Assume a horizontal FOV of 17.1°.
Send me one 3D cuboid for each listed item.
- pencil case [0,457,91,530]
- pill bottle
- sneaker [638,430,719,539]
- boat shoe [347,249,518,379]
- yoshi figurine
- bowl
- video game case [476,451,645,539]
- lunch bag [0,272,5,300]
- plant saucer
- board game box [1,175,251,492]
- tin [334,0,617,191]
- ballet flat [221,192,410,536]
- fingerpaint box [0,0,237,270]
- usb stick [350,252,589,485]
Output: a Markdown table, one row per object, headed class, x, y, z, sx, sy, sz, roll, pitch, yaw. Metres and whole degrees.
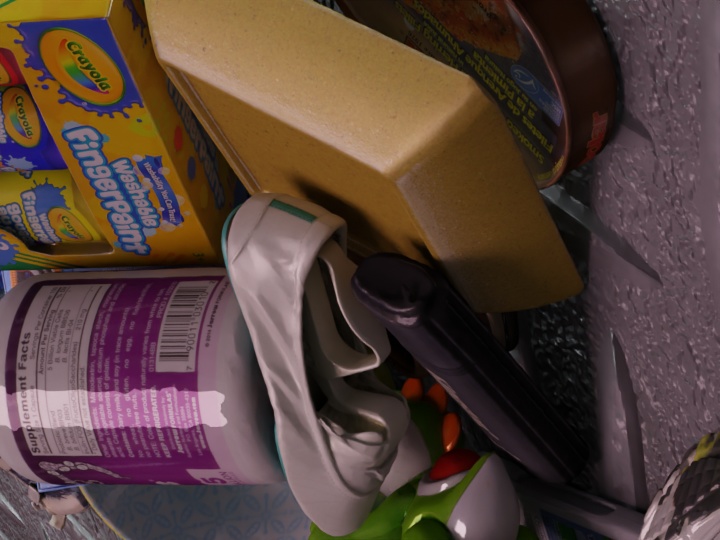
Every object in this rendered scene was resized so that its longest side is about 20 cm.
| class | x | y | z | sx | sy | sz | roll | pitch | yaw |
| --- | --- | --- | --- | --- | --- | --- | --- | --- | --- |
| pencil case | -0.221 | 0.071 | 1.431 | 0.200 | 0.090 | 0.078 | 40 | 160 | -30 |
| pill bottle | -0.125 | 0.055 | 1.234 | 0.200 | 0.112 | 0.112 | -2 | 120 | 24 |
| sneaker | 0.164 | 0.145 | 1.116 | 0.085 | 0.075 | 0.200 | 29 | 144 | 1 |
| boat shoe | 0.000 | 0.000 | 1.265 | 0.200 | 0.074 | 0.076 | 29 | 141 | 51 |
| yoshi figurine | 0.033 | 0.143 | 1.261 | 0.112 | 0.112 | 0.200 | 59 | 179 | -37 |
| bowl | -0.066 | 0.074 | 1.412 | 0.108 | 0.200 | 0.200 | -72 | -31 | -59 |
| video game case | 0.135 | 0.204 | 1.280 | 0.182 | 0.022 | 0.200 | 17 | 130 | 59 |
| lunch bag | -0.151 | -0.023 | 1.442 | 0.076 | 0.160 | 0.200 | 63 | 156 | -2 |
| plant saucer | -0.008 | -0.056 | 1.112 | 0.200 | 0.048 | 0.200 | 29 | 166 | 29 |
| board game box | -0.119 | 0.012 | 1.310 | 0.037 | 0.151 | 0.200 | -28 | -71 | -75 |
| tin | 0.043 | -0.122 | 1.090 | 0.200 | 0.042 | 0.112 | 49 | 150 | 25 |
| ballet flat | -0.012 | 0.053 | 1.159 | 0.069 | 0.069 | 0.200 | 30 | 143 | 51 |
| fingerpaint box | -0.167 | -0.082 | 1.191 | 0.200 | 0.167 | 0.073 | 70 | -158 | -53 |
| usb stick | 0.056 | 0.050 | 1.155 | 0.055 | 0.033 | 0.200 | 24 | 166 | 36 |
